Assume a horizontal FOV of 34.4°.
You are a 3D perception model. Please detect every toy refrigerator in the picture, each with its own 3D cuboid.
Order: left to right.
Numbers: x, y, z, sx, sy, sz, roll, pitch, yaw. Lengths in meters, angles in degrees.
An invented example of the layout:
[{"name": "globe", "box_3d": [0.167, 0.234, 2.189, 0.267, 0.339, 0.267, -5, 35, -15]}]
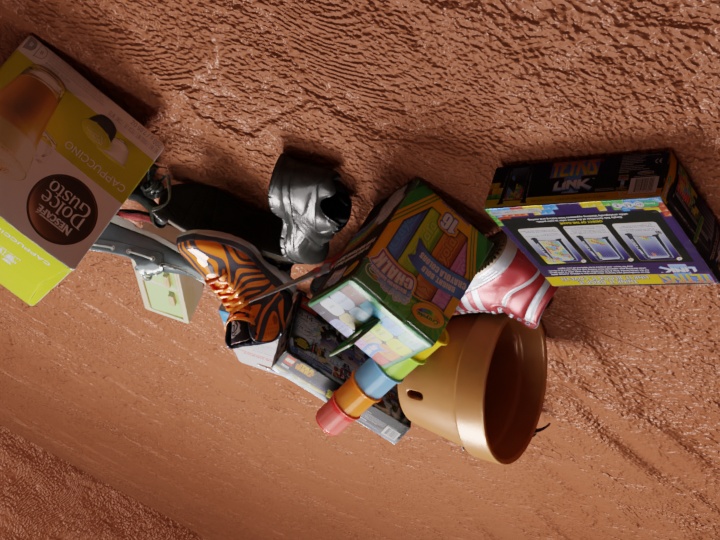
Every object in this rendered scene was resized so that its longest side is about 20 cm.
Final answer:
[{"name": "toy refrigerator", "box_3d": [-0.284, 0.006, 1.720, 0.075, 0.070, 0.200, 19, 155, 4]}]

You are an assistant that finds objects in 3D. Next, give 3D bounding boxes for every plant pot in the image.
[{"name": "plant pot", "box_3d": [0.140, 0.138, 1.498, 0.139, 0.201, 0.200, 6, 153, 32]}]

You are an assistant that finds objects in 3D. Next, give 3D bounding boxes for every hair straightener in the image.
[{"name": "hair straightener", "box_3d": [-0.276, -0.098, 1.473, 0.041, 0.078, 0.200, 3, -173, -22]}]

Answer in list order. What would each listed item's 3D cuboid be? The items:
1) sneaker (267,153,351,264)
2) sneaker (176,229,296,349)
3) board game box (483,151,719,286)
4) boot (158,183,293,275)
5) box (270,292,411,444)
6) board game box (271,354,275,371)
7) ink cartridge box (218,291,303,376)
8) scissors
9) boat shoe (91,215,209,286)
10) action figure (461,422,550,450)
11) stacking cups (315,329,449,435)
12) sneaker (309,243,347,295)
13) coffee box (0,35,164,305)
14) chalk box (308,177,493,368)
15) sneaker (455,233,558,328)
[{"name": "sneaker", "box_3d": [-0.052, -0.061, 1.394, 0.090, 0.076, 0.200, 9, 156, 12]}, {"name": "sneaker", "box_3d": [-0.156, 0.031, 1.458, 0.077, 0.113, 0.200, -13, 147, 40]}, {"name": "board game box", "box_3d": [0.254, -0.047, 1.195, 0.199, 0.057, 0.165, -1, 150, 39]}, {"name": "boot", "box_3d": [-0.171, -0.037, 1.542, 0.199, 0.074, 0.151, 16, 156, -2]}, {"name": "box", "box_3d": [-0.019, 0.129, 1.549, 0.199, 0.137, 0.040, 33, 119, -15]}, {"name": "board game box", "box_3d": [-0.016, 0.153, 1.674, 0.199, 0.033, 0.120, 17, 169, -23]}, {"name": "ink cartridge box", "box_3d": [-0.139, 0.090, 1.781, 0.114, 0.068, 0.200, 17, 155, 11]}, {"name": "scissors", "box_3d": [-0.038, -0.002, 1.390, 0.073, 0.199, 0.014, 18, 129, 47]}, {"name": "boat shoe", "box_3d": [-0.279, -0.018, 1.545, 0.199, 0.062, 0.073, 26, 175, 5]}, {"name": "action figure", "box_3d": [0.193, 0.224, 1.760, 0.199, 0.102, 0.119, 30, 143, -15]}, {"name": "stacking cups", "box_3d": [0.020, 0.127, 1.445, 0.060, 0.061, 0.200, 34, 116, -28]}, {"name": "sneaker", "box_3d": [0.000, 0.000, 1.494, 0.199, 0.079, 0.096, -4, 127, 47]}, {"name": "coffee box", "box_3d": [-0.387, -0.109, 1.368, 0.199, 0.198, 0.200, 39, 152, -15]}, {"name": "chalk box", "box_3d": [0.036, 0.022, 1.312, 0.124, 0.201, 0.125, 39, 153, -11]}, {"name": "sneaker", "box_3d": [0.159, 0.029, 1.412, 0.112, 0.072, 0.200, 31, 152, -15]}]
